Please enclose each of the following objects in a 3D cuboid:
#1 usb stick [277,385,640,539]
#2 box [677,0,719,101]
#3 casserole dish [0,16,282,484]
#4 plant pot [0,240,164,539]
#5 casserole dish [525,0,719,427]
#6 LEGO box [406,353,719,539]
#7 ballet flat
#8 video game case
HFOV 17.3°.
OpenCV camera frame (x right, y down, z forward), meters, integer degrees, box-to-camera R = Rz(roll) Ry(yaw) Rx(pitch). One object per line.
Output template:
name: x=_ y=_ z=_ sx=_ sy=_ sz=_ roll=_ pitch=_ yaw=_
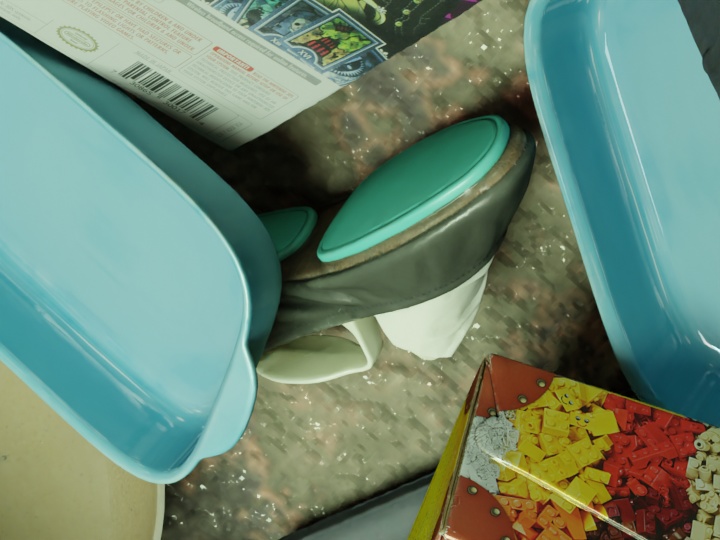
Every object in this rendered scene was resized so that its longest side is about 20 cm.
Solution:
usb stick: x=0.047 y=0.096 z=0.894 sx=0.199 sy=0.033 sz=0.056 roll=-26 pitch=106 yaw=34
box: x=0.205 y=-0.123 z=0.591 sx=0.199 sy=0.124 sz=0.199 roll=9 pitch=127 yaw=-18
casserole dish: x=-0.099 y=-0.014 z=0.842 sx=0.200 sy=0.039 sz=0.122 roll=40 pitch=129 yaw=21
plant pot: x=-0.191 y=0.096 z=0.922 sx=0.200 sy=0.200 sz=0.134 roll=43 pitch=151 yaw=-4
casserole dish: x=0.129 y=-0.030 z=0.771 sx=0.120 sy=0.039 sz=0.201 roll=-7 pitch=114 yaw=31
LEGO box: x=0.082 y=0.137 z=0.830 sx=0.148 sy=0.077 sz=0.201 roll=18 pitch=140 yaw=-1
ballet flat: x=0.000 y=0.000 z=0.843 sx=0.199 sy=0.068 sz=0.068 roll=-18 pitch=121 yaw=44
video game case: x=-0.065 y=-0.125 z=0.742 sx=0.199 sy=0.036 sz=0.181 roll=30 pitch=146 yaw=-27
